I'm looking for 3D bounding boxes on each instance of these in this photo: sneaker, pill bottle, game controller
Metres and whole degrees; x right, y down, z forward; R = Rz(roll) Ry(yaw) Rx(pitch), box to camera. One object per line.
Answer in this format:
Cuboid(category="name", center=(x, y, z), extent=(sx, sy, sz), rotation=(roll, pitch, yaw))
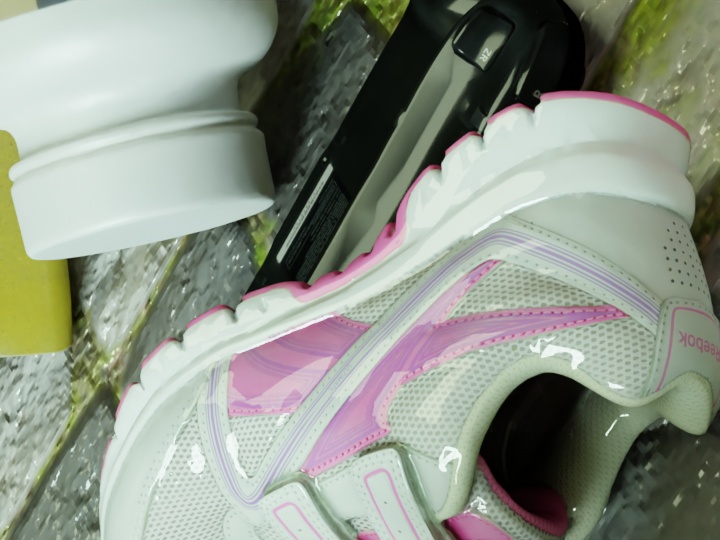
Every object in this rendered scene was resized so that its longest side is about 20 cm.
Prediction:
Cuboid(category="sneaker", center=(0.010, 0.043, 0.758), extent=(0.200, 0.081, 0.088), rotation=(-39, 51, 28))
Cuboid(category="pill bottle", center=(-0.088, -0.110, 0.948), extent=(0.111, 0.111, 0.201), rotation=(-19, 83, 53))
Cuboid(category="game controller", center=(0.000, 0.000, 0.870), extent=(0.200, 0.042, 0.104), rotation=(-59, 16, 13))

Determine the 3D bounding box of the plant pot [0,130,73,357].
Cuboid(category="plant pot", center=(-0.219, -0.081, 1.053), extent=(0.200, 0.199, 0.177), rotation=(-141, 53, -59))
